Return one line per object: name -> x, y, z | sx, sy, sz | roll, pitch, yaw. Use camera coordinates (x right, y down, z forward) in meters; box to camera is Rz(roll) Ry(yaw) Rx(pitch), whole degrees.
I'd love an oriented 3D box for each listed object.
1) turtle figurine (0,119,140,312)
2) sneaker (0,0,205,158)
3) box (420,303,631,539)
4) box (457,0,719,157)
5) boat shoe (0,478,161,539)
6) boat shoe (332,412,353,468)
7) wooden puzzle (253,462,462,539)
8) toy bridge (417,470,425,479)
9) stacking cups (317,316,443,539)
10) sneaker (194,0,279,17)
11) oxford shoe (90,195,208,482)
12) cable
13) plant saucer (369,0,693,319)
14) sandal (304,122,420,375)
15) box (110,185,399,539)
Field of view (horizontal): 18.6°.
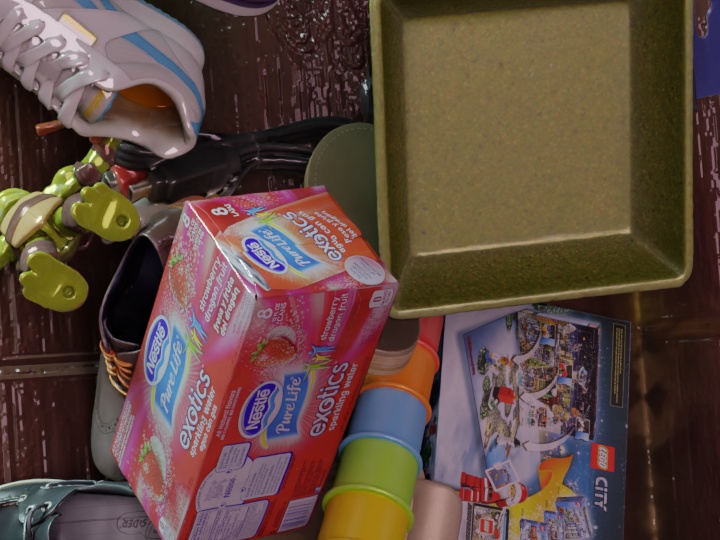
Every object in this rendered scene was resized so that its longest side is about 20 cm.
turtle figurine -> -0.201, -0.018, 1.345 | 0.200, 0.161, 0.065 | -40, 115, -12
sneaker -> -0.175, -0.133, 1.304 | 0.199, 0.077, 0.081 | 22, 40, -29
box -> 0.107, 0.119, 1.450 | 0.136, 0.038, 0.201 | 12, 66, -16
box -> 0.137, -0.147, 1.355 | 0.199, 0.032, 0.122 | -13, 107, -15
boat shoe -> -0.177, 0.165, 1.352 | 0.198, 0.066, 0.075 | 0, 83, -2
boat shoe -> -0.055, 0.062, 1.432 | 0.201, 0.072, 0.063 | 60, 30, 1
wooden puzzle -> -0.044, 0.211, 1.386 | 0.199, 0.037, 0.186 | 9, 83, 18
toy bridge -> 0.005, 0.045, 1.439 | 0.067, 0.027, 0.201 | 3, 66, -55
stacking cups -> 0.020, 0.102, 1.353 | 0.060, 0.061, 0.201 | 28, 50, -13
sneaker -> -0.120, -0.203, 1.258 | 0.199, 0.087, 0.076 | 8, 82, -21
oxford shoe -> -0.140, 0.049, 1.349 | 0.071, 0.073, 0.201 | 28, 117, 24
cable -> -0.088, -0.066, 1.436 | 0.199, 0.050, 0.097 | -17, 50, -34
plant saucer -> 0.099, -0.082, 1.317 | 0.199, 0.048, 0.201 | -6, 106, -14
sandal -> -0.006, -0.001, 1.379 | 0.077, 0.070, 0.212 | 11, 41, -15
box -> -0.066, 0.058, 1.287 | 0.099, 0.201, 0.096 | -7, 43, -34
